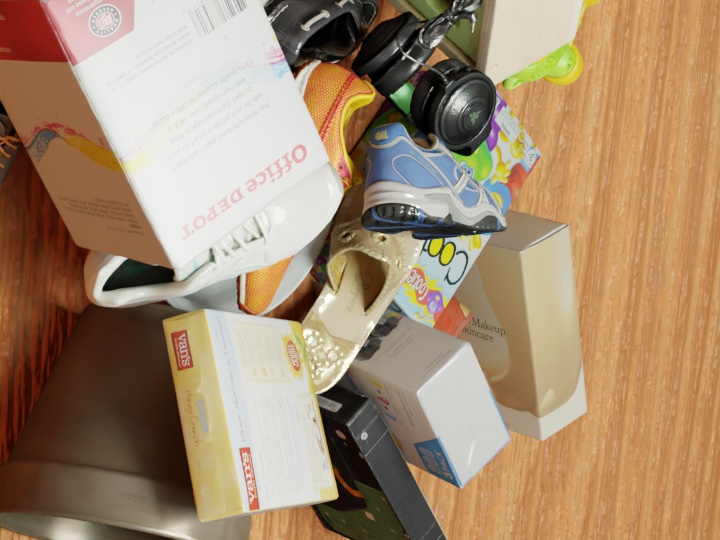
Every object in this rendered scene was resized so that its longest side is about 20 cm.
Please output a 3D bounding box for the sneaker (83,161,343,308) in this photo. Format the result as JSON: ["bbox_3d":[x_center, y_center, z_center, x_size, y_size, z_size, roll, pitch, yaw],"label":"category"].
[{"bbox_3d":[-0.103,-0.018,1.241,0.200,0.080,0.071,-25,101,2],"label":"sneaker"}]

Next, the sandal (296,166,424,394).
[{"bbox_3d":[0.005,0.003,1.396,0.078,0.070,0.212,28,81,-12],"label":"sandal"}]

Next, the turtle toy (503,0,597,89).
[{"bbox_3d":[0.151,-0.259,1.563,0.146,0.101,0.201,16,89,-69],"label":"turtle toy"}]

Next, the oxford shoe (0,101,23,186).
[{"bbox_3d":[-0.270,-0.089,1.222,0.071,0.073,0.201,4,100,-45],"label":"oxford shoe"}]

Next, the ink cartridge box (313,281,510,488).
[{"bbox_3d":[0.020,0.093,1.481,0.068,0.200,0.115,-42,128,-23],"label":"ink cartridge box"}]

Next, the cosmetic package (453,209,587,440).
[{"bbox_3d":[0.147,0.049,1.663,0.071,0.105,0.201,-28,119,-36],"label":"cosmetic package"}]

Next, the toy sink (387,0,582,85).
[{"bbox_3d":[0.077,-0.267,1.421,0.112,0.200,0.131,-31,152,-23],"label":"toy sink"}]

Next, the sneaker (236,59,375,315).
[{"bbox_3d":[-0.042,-0.058,1.317,0.077,0.073,0.200,21,89,-1],"label":"sneaker"}]

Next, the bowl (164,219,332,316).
[{"bbox_3d":[-0.118,-0.064,1.370,0.201,0.090,0.202,-15,112,-41],"label":"bowl"}]

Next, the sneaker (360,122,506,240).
[{"bbox_3d":[0.061,-0.066,1.371,0.200,0.076,0.077,13,71,-67],"label":"sneaker"}]

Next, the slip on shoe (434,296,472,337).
[{"bbox_3d":[0.051,0.113,1.598,0.061,0.074,0.200,20,81,-8],"label":"slip on shoe"}]

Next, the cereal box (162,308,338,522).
[{"bbox_3d":[-0.078,0.105,1.286,0.200,0.039,0.144,15,62,-71],"label":"cereal box"}]

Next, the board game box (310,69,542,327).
[{"bbox_3d":[0.049,-0.062,1.529,0.200,0.105,0.103,-57,134,-17],"label":"board game box"}]

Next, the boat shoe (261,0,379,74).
[{"bbox_3d":[-0.029,-0.193,1.400,0.074,0.060,0.200,-59,164,19],"label":"boat shoe"}]

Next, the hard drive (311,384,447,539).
[{"bbox_3d":[-0.011,0.168,1.514,0.038,0.140,0.200,-46,129,-25],"label":"hard drive"}]

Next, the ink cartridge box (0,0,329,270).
[{"bbox_3d":[-0.145,-0.125,1.174,0.145,0.144,0.200,-37,117,-28],"label":"ink cartridge box"}]

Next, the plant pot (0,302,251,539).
[{"bbox_3d":[-0.169,0.121,1.325,0.200,0.200,0.174,26,67,-46],"label":"plant pot"}]

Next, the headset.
[{"bbox_3d":[0.060,-0.162,1.392,0.094,0.123,0.200,-48,170,-7],"label":"headset"}]
